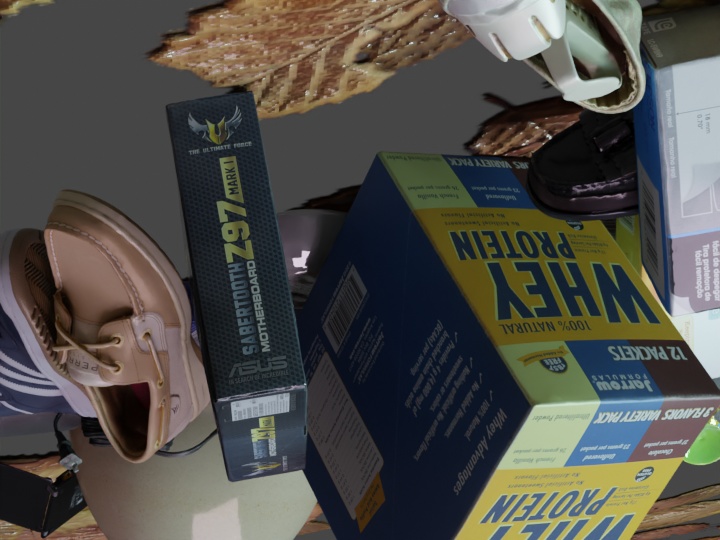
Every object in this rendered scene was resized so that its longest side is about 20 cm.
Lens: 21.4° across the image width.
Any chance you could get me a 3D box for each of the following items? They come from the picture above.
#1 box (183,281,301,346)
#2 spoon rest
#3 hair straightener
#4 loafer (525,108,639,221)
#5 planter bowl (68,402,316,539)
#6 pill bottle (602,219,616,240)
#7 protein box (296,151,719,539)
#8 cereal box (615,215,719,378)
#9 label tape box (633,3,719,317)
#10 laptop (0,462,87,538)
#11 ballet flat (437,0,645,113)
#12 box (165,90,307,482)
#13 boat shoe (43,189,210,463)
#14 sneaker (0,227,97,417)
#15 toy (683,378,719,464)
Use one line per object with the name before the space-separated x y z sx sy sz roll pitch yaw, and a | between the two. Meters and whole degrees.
box | -0.102 0.045 1.303 0.199 0.033 0.121 8 155 -43
spoon rest | 0.000 0.000 1.211 0.199 0.061 0.099 22 144 -38
hair straightener | -0.173 0.102 1.242 0.198 0.077 0.041 3 144 4
loafer | 0.183 -0.086 1.036 0.199 0.072 0.063 -16 143 -3
planter bowl | -0.112 0.147 1.354 0.198 0.136 0.200 2 176 0
pill bottle | 0.179 0.014 1.248 0.199 0.113 0.112 3 158 -36
protein box | 0.067 0.072 1.102 0.134 0.201 0.199 0 133 -33
cereal box | 0.250 -0.012 1.162 0.199 0.145 0.040 -12 -152 -17
label tape box | 0.243 -0.069 0.978 0.198 0.063 0.145 -11 120 -2
laptop | -0.261 0.136 1.533 0.200 0.116 0.187 -36 172 -21
ballet flat | 0.083 -0.117 0.858 0.067 0.063 0.200 -21 160 28
box | -0.065 0.015 1.021 0.051 0.159 0.200 -9 164 -5
boat shoe | -0.138 0.039 1.087 0.073 0.069 0.201 17 146 29
sneaker | -0.218 0.038 1.148 0.108 0.071 0.200 0 154 10
toy | 0.236 0.072 1.357 0.114 0.047 0.200 -18 -154 15
